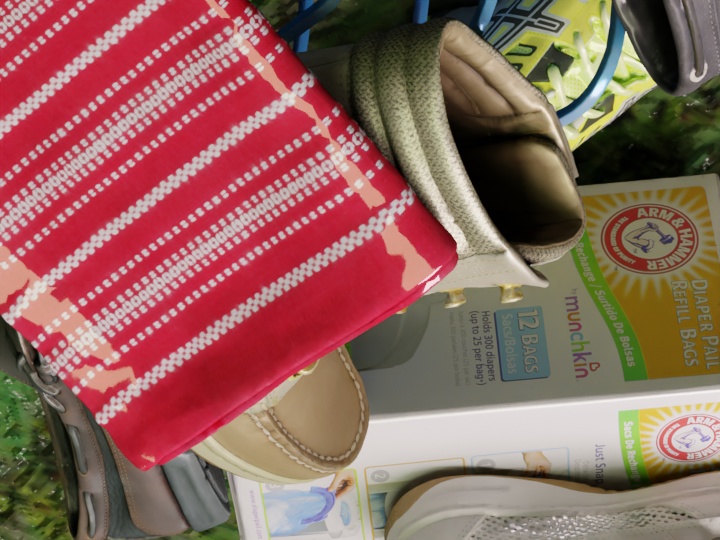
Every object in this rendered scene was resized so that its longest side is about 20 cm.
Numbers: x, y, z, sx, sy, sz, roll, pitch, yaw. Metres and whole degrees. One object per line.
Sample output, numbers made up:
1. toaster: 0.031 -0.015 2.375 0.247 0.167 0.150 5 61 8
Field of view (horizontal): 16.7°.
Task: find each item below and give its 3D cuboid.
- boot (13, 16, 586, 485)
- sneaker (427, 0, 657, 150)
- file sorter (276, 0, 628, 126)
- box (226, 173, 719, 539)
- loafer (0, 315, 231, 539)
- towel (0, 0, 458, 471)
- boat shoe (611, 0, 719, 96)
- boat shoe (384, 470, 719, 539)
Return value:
1. boot: 0.000 0.000 0.775 0.154 0.072 0.200 -6 140 25
2. sneaker: 0.079 -0.074 0.892 0.199 0.077 0.075 -33 125 27
3. file sorter: -0.026 -0.119 0.772 0.199 0.124 0.139 19 154 -26
4. box: 0.049 0.044 0.949 0.198 0.113 0.102 -5 137 2
5. loafer: -0.102 0.030 0.836 0.062 0.072 0.201 -21 134 2
6. towel: -0.082 -0.040 0.701 0.144 0.023 0.200 -32 109 34
7. boat shoe: 0.063 -0.120 0.682 0.066 0.070 0.200 -44 137 -2
8. boat shoe: 0.109 0.119 0.902 0.198 0.070 0.071 -1 136 -5
